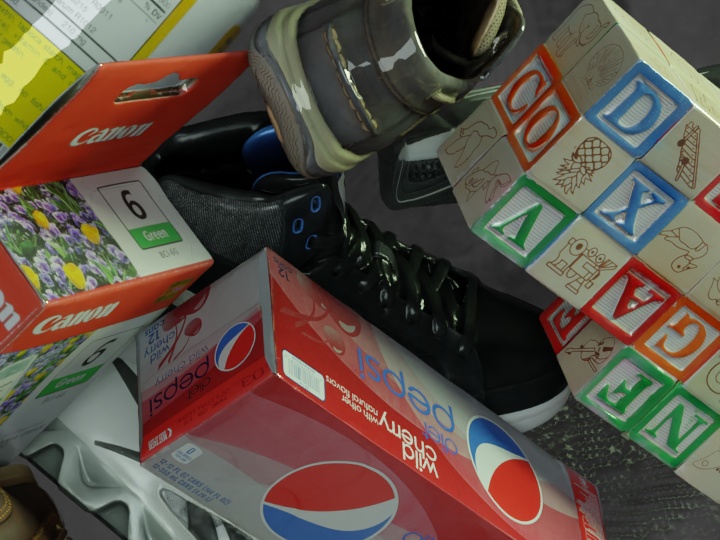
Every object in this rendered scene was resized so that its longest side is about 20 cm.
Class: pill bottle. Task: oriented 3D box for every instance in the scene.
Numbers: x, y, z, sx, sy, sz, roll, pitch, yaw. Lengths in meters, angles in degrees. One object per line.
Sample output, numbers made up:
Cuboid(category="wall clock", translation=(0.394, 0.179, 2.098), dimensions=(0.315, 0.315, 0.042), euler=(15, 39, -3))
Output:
Cuboid(category="pill bottle", translation=(-0.108, -0.097, 0.902), dimensions=(0.104, 0.104, 0.200), euler=(41, 87, -4))

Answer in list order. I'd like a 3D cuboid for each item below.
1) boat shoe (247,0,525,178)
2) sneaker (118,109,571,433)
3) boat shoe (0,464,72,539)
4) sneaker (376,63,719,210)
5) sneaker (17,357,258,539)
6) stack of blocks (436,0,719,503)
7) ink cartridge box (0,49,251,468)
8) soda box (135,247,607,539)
Cuboid(category="boat shoe", translation=(0.026, -0.089, 0.871), dimensions=(0.073, 0.200, 0.075), euler=(-18, 107, 24))
Cuboid(category="sneaker", translation=(0.000, 0.000, 0.896), dimensions=(0.199, 0.112, 0.073), euler=(10, 45, -11))
Cuboid(category="boat shoe", translation=(-0.138, 0.110, 0.848), dimensions=(0.070, 0.200, 0.070), euler=(-41, 81, -2))
Cuboid(category="sneaker", translation=(0.107, -0.032, 0.937), dimensions=(0.199, 0.080, 0.087), euler=(-5, 101, 1))
Cuboid(category="sneaker", translation=(-0.035, 0.098, 0.923), dimensions=(0.200, 0.074, 0.089), euler=(41, 83, 0))
Cuboid(category="stack of blocks", translation=(0.122, 0.001, 0.888), dimensions=(0.200, 0.059, 0.115), euler=(35, 109, -30))
Cuboid(category="ink cartridge box", translation=(-0.111, 0.007, 0.818), dimensions=(0.200, 0.109, 0.050), euler=(-42, 78, 26))
Cuboid(category="soda box", translation=(0.008, 0.077, 0.876), dimensions=(0.070, 0.064, 0.200), euler=(-34, 130, 25))
